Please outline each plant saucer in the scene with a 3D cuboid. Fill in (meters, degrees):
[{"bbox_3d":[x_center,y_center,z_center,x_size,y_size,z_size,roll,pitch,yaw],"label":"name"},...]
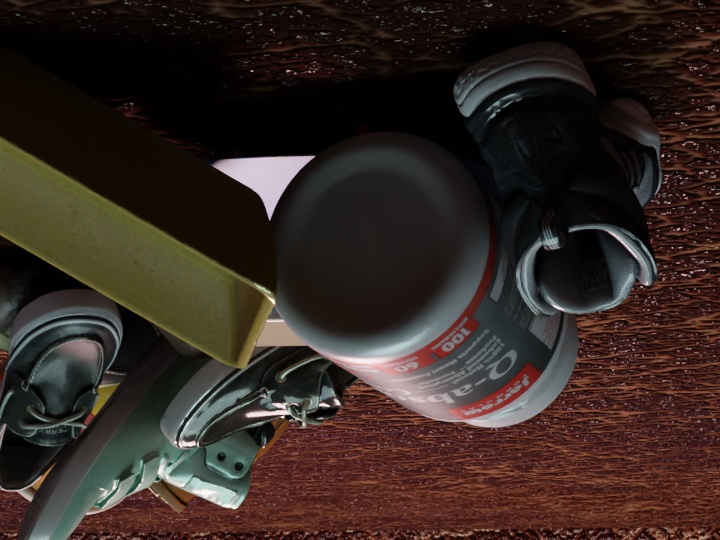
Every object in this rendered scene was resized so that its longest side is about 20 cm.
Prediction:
[{"bbox_3d":[-0.125,-0.035,1.006,0.200,0.049,0.200,30,166,-1],"label":"plant saucer"}]

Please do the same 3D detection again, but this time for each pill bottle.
[{"bbox_3d":[0.040,0.013,1.060,0.116,0.116,0.200,-5,162,22],"label":"pill bottle"}]

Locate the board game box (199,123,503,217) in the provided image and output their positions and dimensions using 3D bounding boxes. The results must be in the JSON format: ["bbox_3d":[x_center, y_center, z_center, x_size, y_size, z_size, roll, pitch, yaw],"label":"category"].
[{"bbox_3d":[-0.021,-0.050,1.111,0.199,0.039,0.158,-3,161,-1],"label":"board game box"}]

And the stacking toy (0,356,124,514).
[{"bbox_3d":[-0.190,0.090,1.587,0.146,0.146,0.200,9,148,-35],"label":"stacking toy"}]

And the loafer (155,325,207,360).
[{"bbox_3d":[-0.100,0.021,1.339,0.073,0.071,0.200,-8,165,31],"label":"loafer"}]

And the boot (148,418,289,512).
[{"bbox_3d":[-0.099,0.101,1.548,0.155,0.074,0.200,-46,170,7],"label":"boot"}]

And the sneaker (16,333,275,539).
[{"bbox_3d":[-0.138,0.141,1.403,0.118,0.201,0.074,42,150,-7],"label":"sneaker"}]

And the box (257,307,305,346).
[{"bbox_3d":[0.000,0.000,1.232,0.199,0.078,0.095,-1,168,4],"label":"box"}]

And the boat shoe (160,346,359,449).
[{"bbox_3d":[-0.039,0.066,1.350,0.200,0.064,0.071,-34,158,4],"label":"boat shoe"}]

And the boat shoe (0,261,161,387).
[{"bbox_3d":[-0.192,0.040,1.418,0.065,0.073,0.200,-2,168,30],"label":"boat shoe"}]

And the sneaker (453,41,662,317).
[{"bbox_3d":[0.107,-0.029,0.998,0.075,0.114,0.200,-20,160,19],"label":"sneaker"}]

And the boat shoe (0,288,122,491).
[{"bbox_3d":[-0.200,0.083,1.356,0.072,0.071,0.200,4,148,-19],"label":"boat shoe"}]
